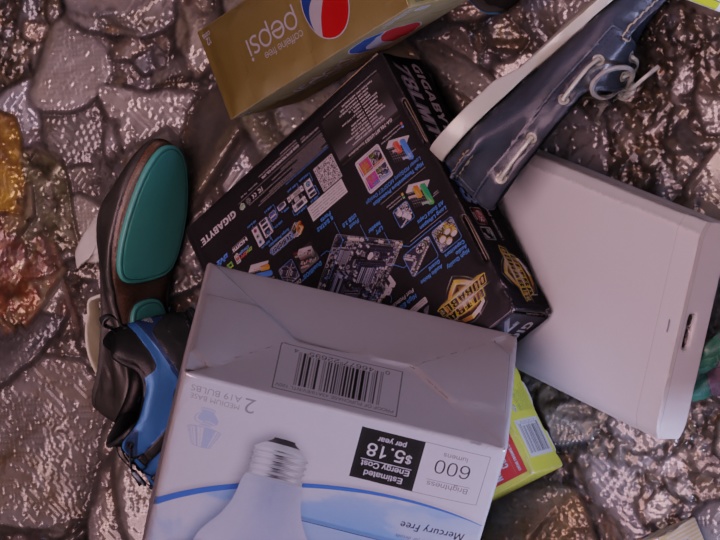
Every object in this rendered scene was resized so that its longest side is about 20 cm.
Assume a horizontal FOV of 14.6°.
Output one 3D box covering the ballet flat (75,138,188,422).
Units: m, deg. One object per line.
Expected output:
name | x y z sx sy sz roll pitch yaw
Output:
ballet flat | -0.159 0.009 1.891 0.068 0.068 0.201 9 99 37

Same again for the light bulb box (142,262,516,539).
light bulb box | -0.024 0.128 1.694 0.197 0.125 0.201 13 123 -1

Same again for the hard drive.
hard drive | 0.137 0.008 1.715 0.200 0.026 0.133 26 108 51

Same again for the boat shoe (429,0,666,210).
boat shoe | 0.133 -0.119 1.712 0.200 0.075 0.062 -41 86 -4

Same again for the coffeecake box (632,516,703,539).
coffeecake box | 0.141 0.264 1.762 0.199 0.073 0.154 -24 85 26

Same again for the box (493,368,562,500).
box | 0.027 0.138 1.818 0.200 0.050 0.076 -28 80 25

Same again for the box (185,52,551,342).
box | 0.000 0.000 1.785 0.200 0.050 0.199 -41 63 28

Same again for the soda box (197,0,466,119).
soda box | -0.016 -0.162 1.761 0.200 0.068 0.064 -28 82 49

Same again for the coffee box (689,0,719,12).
coffee box | 0.195 -0.275 1.584 0.200 0.197 0.200 47 114 42

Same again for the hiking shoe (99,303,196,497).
hiking shoe | -0.126 0.122 1.859 0.086 0.074 0.201 -6 97 -15

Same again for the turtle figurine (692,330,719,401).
turtle figurine | 0.281 0.116 1.669 0.200 0.101 0.150 44 152 17

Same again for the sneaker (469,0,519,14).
sneaker | 0.103 -0.256 1.730 0.082 0.073 0.201 9 100 23
